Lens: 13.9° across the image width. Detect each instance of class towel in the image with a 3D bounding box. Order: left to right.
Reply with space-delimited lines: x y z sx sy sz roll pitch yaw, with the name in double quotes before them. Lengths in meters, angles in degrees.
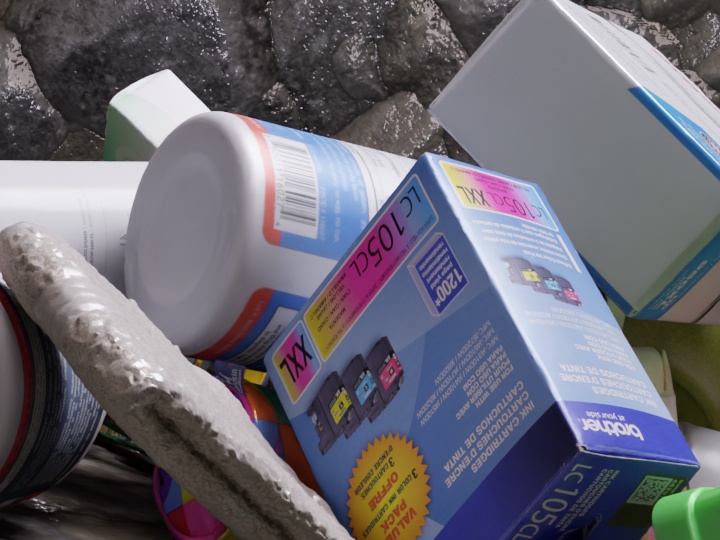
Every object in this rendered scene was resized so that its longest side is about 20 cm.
"towel" -0.058 0.068 1.165 0.200 0.034 0.133 48 -2 -41

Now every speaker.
"speaker" -0.103 -0.013 1.418 0.199 0.082 0.081 -2 13 -33

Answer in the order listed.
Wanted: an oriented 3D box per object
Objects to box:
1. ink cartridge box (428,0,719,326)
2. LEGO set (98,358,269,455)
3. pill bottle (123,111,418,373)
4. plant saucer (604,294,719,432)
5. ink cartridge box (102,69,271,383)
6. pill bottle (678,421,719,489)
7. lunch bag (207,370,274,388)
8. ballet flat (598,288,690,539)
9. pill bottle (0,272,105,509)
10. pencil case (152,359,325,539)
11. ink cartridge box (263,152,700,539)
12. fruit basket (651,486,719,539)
"ink cartridge box" 0.136 -0.051 1.450 0.145 0.084 0.200 46 13 16
"LEGO set" -0.129 0.020 1.531 0.153 0.116 0.200 31 -9 -31
"pill bottle" 0.000 0.000 1.372 0.199 0.113 0.112 14 4 -33
"plant saucer" 0.118 0.085 1.585 0.199 0.201 0.031 15 43 -6
"ink cartridge box" -0.064 0.010 1.598 0.050 0.161 0.200 -32 67 -27
"pill bottle" 0.081 0.098 1.503 0.199 0.112 0.111 15 4 -8
"lunch bag" -0.054 0.039 1.749 0.199 0.076 0.160 14 -21 27
"ballet flat" 0.113 0.044 1.433 0.069 0.071 0.201 3 45 -34
"pill bottle" -0.170 0.044 1.235 0.119 0.120 0.200 16 4 12
"pencil case" -0.001 0.099 1.365 0.199 0.089 0.088 16 3 -35
"ink cartridge box" 0.052 0.071 1.231 0.076 0.137 0.201 10 39 -40
"fruit basket" 0.193 0.157 1.183 0.214 0.156 0.216 -8 -31 -5
